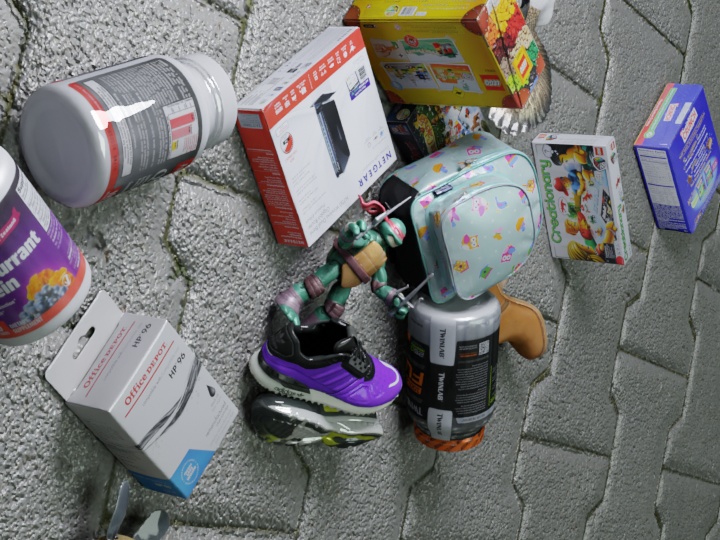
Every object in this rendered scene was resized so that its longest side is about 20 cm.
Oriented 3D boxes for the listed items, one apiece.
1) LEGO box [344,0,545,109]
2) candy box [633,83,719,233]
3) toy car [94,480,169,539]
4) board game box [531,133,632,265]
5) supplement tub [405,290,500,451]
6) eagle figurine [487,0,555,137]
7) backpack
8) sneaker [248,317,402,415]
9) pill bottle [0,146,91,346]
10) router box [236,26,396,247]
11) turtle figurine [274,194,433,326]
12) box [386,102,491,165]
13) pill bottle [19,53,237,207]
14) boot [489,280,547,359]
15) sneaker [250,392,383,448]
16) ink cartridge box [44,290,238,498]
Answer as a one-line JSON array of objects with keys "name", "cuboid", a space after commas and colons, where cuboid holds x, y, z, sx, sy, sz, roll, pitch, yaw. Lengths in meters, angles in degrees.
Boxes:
[{"name": "LEGO box", "cuboid": [0.101, -0.275, 1.634, 0.078, 0.198, 0.149, -61, 139, -26]}, {"name": "candy box", "cuboid": [0.563, -0.197, 2.380, 0.170, 0.076, 0.201, -54, 136, -32]}, {"name": "toy car", "cuboid": [-0.232, 0.320, 1.340, 0.165, 0.156, 0.202, 60, 37, -55]}, {"name": "board game box", "cuboid": [0.335, -0.108, 2.043, 0.035, 0.125, 0.202, -41, 127, -42]}, {"name": "supplement tub", "cuboid": [0.120, 0.128, 1.782, 0.122, 0.121, 0.203, -27, 126, -48]}, {"name": "eagle figurine", "cuboid": [0.196, -0.298, 1.803, 0.150, 0.201, 0.152, 10, 129, -23]}, {"name": "backpack", "cuboid": [0.141, -0.072, 1.724, 0.199, 0.153, 0.177, -35, 126, -24]}, {"name": "sneaker", "cuboid": [-0.021, 0.104, 1.558, 0.198, 0.070, 0.100, 12, 130, -33]}, {"name": "pill bottle", "cuboid": [-0.327, -0.039, 1.165, 0.112, 0.110, 0.201, -57, 136, -30]}, {"name": "router box", "cuboid": [-0.048, -0.158, 1.576, 0.200, 0.048, 0.181, -47, 131, -39]}, {"name": "turtle figurine", "cuboid": [0.000, 0.000, 1.584, 0.200, 0.101, 0.150, -41, 121, 3]}, {"name": "box", "cuboid": [0.114, -0.176, 1.803, 0.137, 0.037, 0.201, -60, 138, -28]}, {"name": "pill bottle", "cuboid": [-0.216, -0.141, 1.295, 0.199, 0.115, 0.118, -28, 118, -47]}, {"name": "boot", "cuboid": [0.187, 0.090, 1.914, 0.156, 0.076, 0.201, -54, 133, -35]}, {"name": "sneaker", "cuboid": [-0.058, 0.162, 1.616, 0.199, 0.074, 0.086, 17, 54, -46]}, {"name": "ink cartridge box", "cuboid": [-0.219, 0.127, 1.377, 0.117, 0.067, 0.201, -60, 138, -28]}]
